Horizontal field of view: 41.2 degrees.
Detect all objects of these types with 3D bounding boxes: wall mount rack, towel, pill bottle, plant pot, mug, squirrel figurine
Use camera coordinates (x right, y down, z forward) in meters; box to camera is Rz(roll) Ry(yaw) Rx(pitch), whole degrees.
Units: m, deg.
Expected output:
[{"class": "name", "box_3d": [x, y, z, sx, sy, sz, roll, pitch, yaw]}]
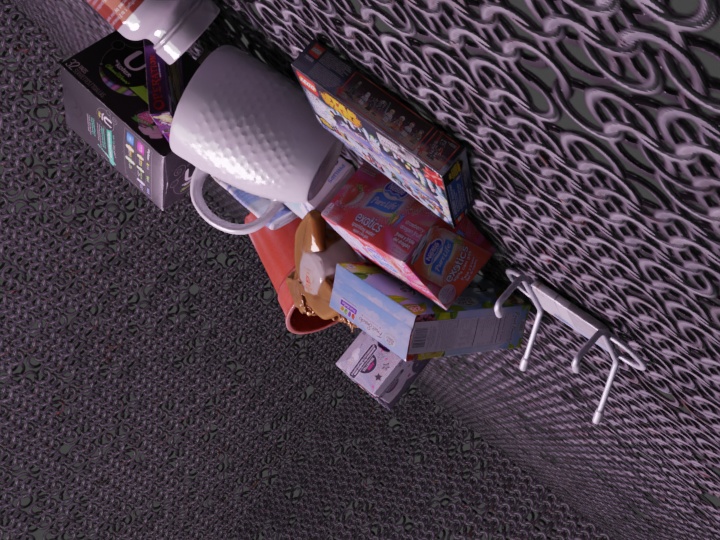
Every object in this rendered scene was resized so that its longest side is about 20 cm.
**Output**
[{"class": "wall mount rack", "box_3d": [0.231, 0.088, 1.099, 0.200, 0.075, 0.174, 38, 172, 35]}, {"class": "towel", "box_3d": [-0.153, -0.150, 1.517, 0.200, 0.146, 0.024, 40, 141, 22]}, {"class": "pill bottle", "box_3d": [-0.251, -0.324, 1.032, 0.200, 0.112, 0.112, 44, 173, -19]}, {"class": "plant pot", "box_3d": [-0.082, -0.035, 1.566, 0.196, 0.200, 0.201, 55, 179, 23]}, {"class": "mug", "box_3d": [-0.128, -0.141, 1.152, 0.174, 0.201, 0.148, 30, -176, 6]}, {"class": "squirrel figurine", "box_3d": [0.000, 0.000, 1.375, 0.143, 0.185, 0.200, 67, 150, 17]}]

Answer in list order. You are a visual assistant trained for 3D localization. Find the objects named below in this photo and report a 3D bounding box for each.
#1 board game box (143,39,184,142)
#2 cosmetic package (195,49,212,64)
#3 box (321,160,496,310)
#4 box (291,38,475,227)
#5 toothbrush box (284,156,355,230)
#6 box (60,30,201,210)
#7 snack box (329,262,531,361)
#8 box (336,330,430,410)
[{"class": "board game box", "box_3d": [-0.238, -0.265, 1.158, 0.120, 0.032, 0.202, 63, -160, -79]}, {"class": "cosmetic package", "box_3d": [-0.230, -0.263, 1.471, 0.103, 0.073, 0.200, 43, 173, -13]}, {"class": "box", "box_3d": [0.053, -0.047, 1.151, 0.100, 0.096, 0.200, 44, 173, -35]}, {"class": "box", "box_3d": [0.026, -0.137, 0.975, 0.200, 0.040, 0.137, 39, 172, 20]}, {"class": "toothbrush box", "box_3d": [-0.093, -0.145, 1.397, 0.200, 0.085, 0.147, 39, 172, 22]}, {"class": "box", "box_3d": [-0.281, -0.213, 1.295, 0.200, 0.148, 0.125, 40, 149, 13]}, {"class": "snack box", "box_3d": [0.089, 0.045, 1.226, 0.199, 0.068, 0.168, -4, -156, -36]}, {"class": "box", "box_3d": [0.068, 0.165, 1.975, 0.114, 0.200, 0.132, 35, 172, 28]}]
